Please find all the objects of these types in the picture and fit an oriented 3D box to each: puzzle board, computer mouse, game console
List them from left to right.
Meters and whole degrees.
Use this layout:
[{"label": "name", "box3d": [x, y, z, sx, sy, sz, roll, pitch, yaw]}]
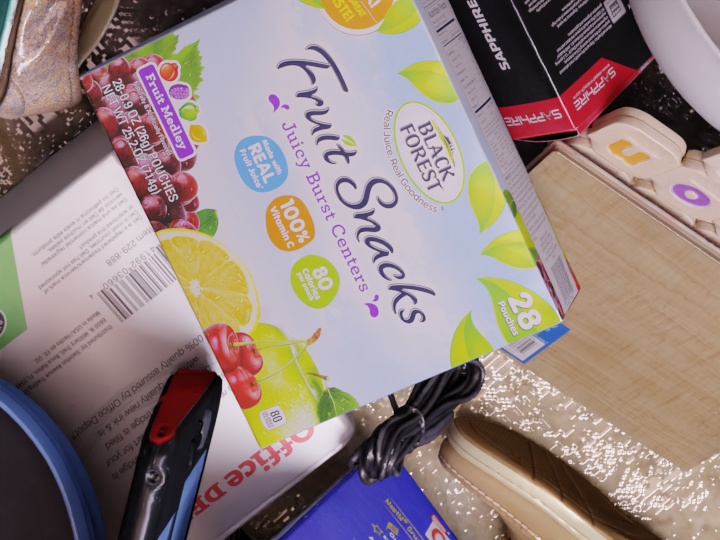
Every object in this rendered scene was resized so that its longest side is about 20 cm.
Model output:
[{"label": "game console", "box3d": [-0.105, 0.153, 1.125, 0.031, 0.177, 0.202, 14, 98, -2]}, {"label": "computer mouse", "box3d": [0.000, 0.000, 1.213, 0.044, 0.109, 0.201, -17, 100, 43]}, {"label": "puzzle board", "box3d": [0.140, 0.021, 1.243, 0.199, 0.017, 0.151, 33, 140, -14]}]

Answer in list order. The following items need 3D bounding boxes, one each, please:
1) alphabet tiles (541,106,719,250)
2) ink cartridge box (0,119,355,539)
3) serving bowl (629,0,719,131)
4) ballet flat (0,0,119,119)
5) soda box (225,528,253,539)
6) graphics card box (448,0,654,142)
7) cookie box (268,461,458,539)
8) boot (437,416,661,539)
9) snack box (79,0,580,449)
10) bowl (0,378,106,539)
[{"label": "alphabet tiles", "box3d": [0.190, -0.018, 1.193, 0.199, 0.195, 0.015, 32, 71, -14]}, {"label": "ink cartridge box", "box3d": [-0.118, 0.041, 1.232, 0.146, 0.084, 0.200, -36, 109, 9]}, {"label": "serving bowl", "box3d": [0.202, -0.129, 1.159, 0.199, 0.201, 0.066, 33, 139, -15]}, {"label": "ballet flat", "box3d": [-0.144, -0.171, 1.174, 0.067, 0.068, 0.201, 5, 116, -26]}, {"label": "soda box", "box3d": [-0.068, 0.222, 1.238, 0.063, 0.200, 0.071, -40, 107, 17]}, {"label": "graphics card box", "box3d": [0.081, -0.179, 1.152, 0.125, 0.051, 0.201, -44, 115, -34]}, {"label": "cookie box", "box3d": [0.006, 0.203, 1.193, 0.075, 0.200, 0.172, -38, 89, 26]}, {"label": "boot", "box3d": [0.087, 0.188, 1.310, 0.200, 0.073, 0.156, 38, 104, -18]}, {"label": "snack box", "box3d": [-0.013, -0.041, 1.124, 0.168, 0.068, 0.201, -22, 99, 18]}, {"label": "bowl", "box3d": [-0.212, 0.139, 1.157, 0.199, 0.039, 0.202, 3, 98, 24]}]
